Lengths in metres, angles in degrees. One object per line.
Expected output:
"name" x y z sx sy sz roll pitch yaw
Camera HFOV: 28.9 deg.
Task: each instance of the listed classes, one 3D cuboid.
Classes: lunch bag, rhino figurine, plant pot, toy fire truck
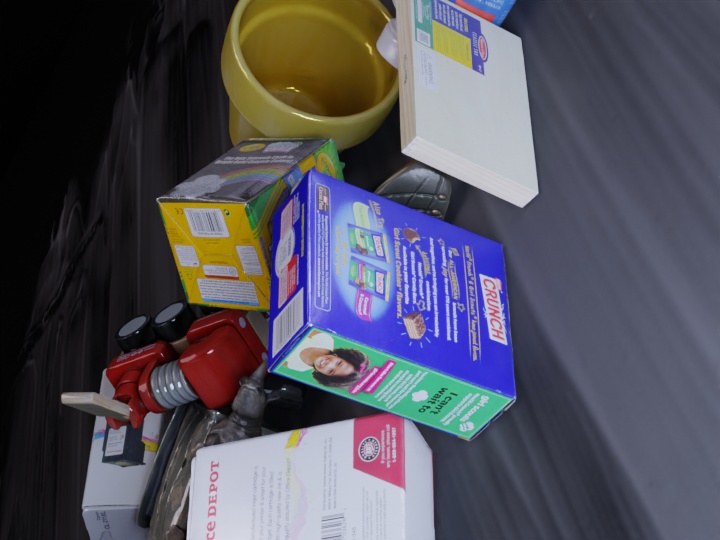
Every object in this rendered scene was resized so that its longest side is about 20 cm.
"lunch bag" -0.166 0.227 1.518 0.165 0.117 0.200 -70 19 -4
"rhino figurine" -0.127 0.178 1.372 0.087 0.060 0.201 -4 -65 -76
"plant pot" -0.068 -0.201 1.562 0.189 0.200 0.202 123 156 -58
"toy fire truck" -0.200 0.107 1.419 0.175 0.129 0.200 -19 25 25

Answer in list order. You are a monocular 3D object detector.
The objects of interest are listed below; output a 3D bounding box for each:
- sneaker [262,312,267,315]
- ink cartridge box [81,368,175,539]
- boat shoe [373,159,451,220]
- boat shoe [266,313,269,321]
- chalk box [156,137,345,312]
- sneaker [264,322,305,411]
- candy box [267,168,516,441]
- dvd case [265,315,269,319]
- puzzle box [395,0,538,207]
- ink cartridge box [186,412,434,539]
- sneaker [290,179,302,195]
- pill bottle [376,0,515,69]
"sneaker" -0.130 -0.042 1.631 0.087 0.076 0.201 -27 61 41
"ink cartridge box" -0.270 0.240 1.676 0.146 0.082 0.201 88 -179 -48
"boat shoe" 0.020 -0.035 1.380 0.200 0.075 0.074 -54 15 28
"boat shoe" -0.083 0.030 1.516 0.202 0.074 0.086 35 149 41
"chalk box" -0.089 -0.059 1.435 0.124 0.124 0.200 4 29 36
"sneaker" -0.112 0.100 1.551 0.200 0.070 0.090 0 74 65
"candy box" 0.026 0.029 1.166 0.077 0.199 0.170 -48 31 41
"dvd case" -0.136 0.029 1.713 0.201 0.022 0.146 -67 25 8
"puzzle box" 0.094 -0.160 1.251 0.025 0.133 0.201 -44 34 41
"ink cartridge box" -0.041 0.215 1.189 0.199 0.086 0.148 -13 53 19
"sneaker" 0.000 0.000 1.313 0.099 0.201 0.078 -18 13 25
"pill bottle" 0.100 -0.283 1.356 0.200 0.112 0.112 -59 27 25
